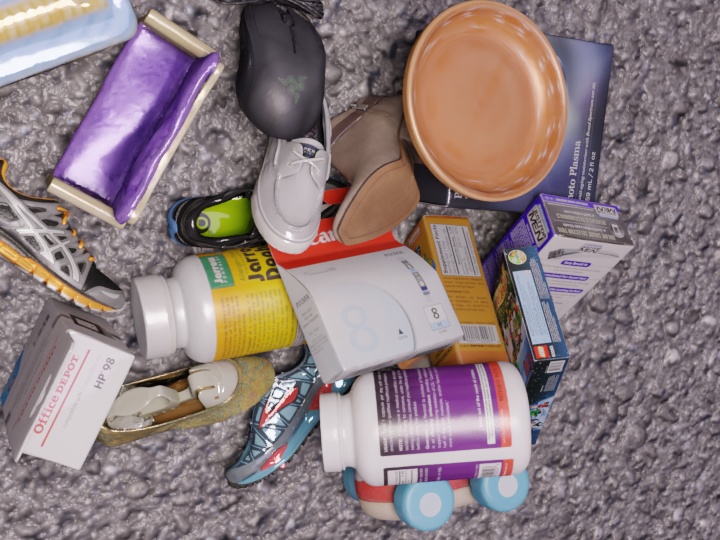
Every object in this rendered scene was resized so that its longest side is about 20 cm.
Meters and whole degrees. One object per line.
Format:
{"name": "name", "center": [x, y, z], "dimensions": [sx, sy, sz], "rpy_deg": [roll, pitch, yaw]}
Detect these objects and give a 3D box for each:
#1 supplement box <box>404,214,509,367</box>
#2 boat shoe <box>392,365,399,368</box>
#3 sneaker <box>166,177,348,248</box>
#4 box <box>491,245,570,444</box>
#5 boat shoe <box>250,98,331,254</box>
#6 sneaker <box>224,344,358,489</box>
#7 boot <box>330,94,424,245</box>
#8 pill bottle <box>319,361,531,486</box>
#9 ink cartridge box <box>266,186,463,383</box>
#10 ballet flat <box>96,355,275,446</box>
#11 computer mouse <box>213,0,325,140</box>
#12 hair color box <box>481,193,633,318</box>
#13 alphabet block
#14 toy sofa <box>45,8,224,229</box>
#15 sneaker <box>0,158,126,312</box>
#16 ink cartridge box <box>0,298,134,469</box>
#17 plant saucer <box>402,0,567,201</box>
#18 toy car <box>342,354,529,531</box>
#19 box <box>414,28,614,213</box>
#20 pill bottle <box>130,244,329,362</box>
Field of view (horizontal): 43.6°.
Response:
{"name": "supplement box", "center": [0.104, 0.036, 1.007], "dimensions": [0.069, 0.067, 0.200], "rpy_deg": [4, 55, -21]}
{"name": "boat shoe", "center": [0.019, 0.033, 1.027], "dimensions": [0.072, 0.068, 0.200], "rpy_deg": [-32, 110, -16]}
{"name": "sneaker", "center": [-0.101, -0.056, 0.951], "dimensions": [0.199, 0.083, 0.071], "rpy_deg": [-11, 103, -23]}
{"name": "box", "center": [0.173, 0.088, 0.981], "dimensions": [0.038, 0.137, 0.200], "rpy_deg": [-6, 144, -5]}
{"name": "boat shoe", "center": [-0.060, -0.107, 0.907], "dimensions": [0.072, 0.069, 0.200], "rpy_deg": [21, 46, -12]}
{"name": "sneaker", "center": [-0.093, 0.150, 1.006], "dimensions": [0.096, 0.079, 0.200], "rpy_deg": [43, 76, -6]}
{"name": "boot", "center": [0.003, -0.114, 0.951], "dimensions": [0.200, 0.146, 0.070], "rpy_deg": [-41, 134, -24]}
{"name": "pill bottle", "center": [0.062, 0.152, 0.890], "dimensions": [0.200, 0.112, 0.113], "rpy_deg": [-4, 101, -1]}
{"name": "ink cartridge box", "center": [0.000, 0.000, 0.911], "dimensions": [0.160, 0.047, 0.200], "rpy_deg": [-12, 74, -37]}
{"name": "ballet flat", "center": [-0.186, 0.129, 0.931], "dimensions": [0.200, 0.071, 0.071], "rpy_deg": [-17, 105, -7]}
{"name": "computer mouse", "center": [-0.082, -0.223, 0.892], "dimensions": [0.138, 0.053, 0.200], "rpy_deg": [6, 61, -28]}
{"name": "hair color box", "center": [0.207, 0.002, 1.043], "dimensions": [0.109, 0.200, 0.065], "rpy_deg": [6, 53, -25]}
{"name": "alphabet block", "center": [-0.324, -0.252, 0.756], "dimensions": [0.195, 0.200, 0.197], "rpy_deg": [-25, 108, -19]}
{"name": "toy sofa", "center": [-0.220, -0.146, 0.876], "dimensions": [0.083, 0.098, 0.200], "rpy_deg": [30, 87, -25]}
{"name": "sneaker", "center": [-0.304, -0.028, 0.872], "dimensions": [0.200, 0.078, 0.077], "rpy_deg": [41, 72, -25]}
{"name": "ink cartridge box", "center": [-0.274, 0.106, 0.837], "dimensions": [0.067, 0.200, 0.116], "rpy_deg": [27, 88, -26]}
{"name": "plant saucer", "center": [0.124, -0.169, 0.912], "dimensions": [0.200, 0.037, 0.201], "rpy_deg": [0, 89, -29]}
{"name": "toy car", "center": [0.071, 0.168, 1.022], "dimensions": [0.177, 0.184, 0.200], "rpy_deg": [-7, 89, -22]}
{"name": "box", "center": [0.165, -0.167, 1.030], "dimensions": [0.198, 0.123, 0.200], "rpy_deg": [2, 97, -23]}
{"name": "pill bottle", "center": [-0.131, 0.034, 0.937], "dimensions": [0.200, 0.113, 0.113], "rpy_deg": [-9, 102, -22]}
